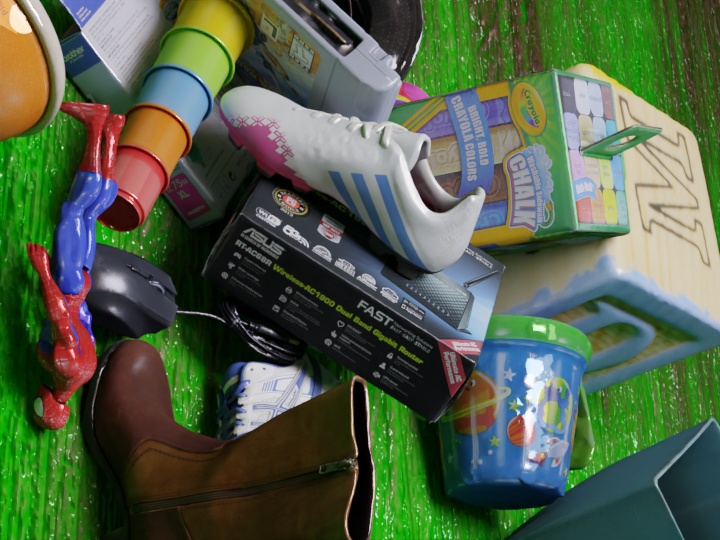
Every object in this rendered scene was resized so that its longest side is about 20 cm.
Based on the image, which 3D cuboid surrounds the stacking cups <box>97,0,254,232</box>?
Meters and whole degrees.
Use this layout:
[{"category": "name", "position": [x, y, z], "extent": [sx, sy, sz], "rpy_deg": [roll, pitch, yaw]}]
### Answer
[{"category": "stacking cups", "position": [-0.136, -0.108, 1.328], "extent": [0.061, 0.060, 0.201], "rpy_deg": [48, 46, -25]}]

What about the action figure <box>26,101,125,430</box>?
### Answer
[{"category": "action figure", "position": [-0.183, -0.001, 1.211], "extent": [0.065, 0.051, 0.202], "rpy_deg": [58, 35, -84]}]

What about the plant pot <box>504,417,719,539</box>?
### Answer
[{"category": "plant pot", "position": [0.199, 0.230, 1.510], "extent": [0.141, 0.199, 0.142], "rpy_deg": [-29, 94, -58]}]

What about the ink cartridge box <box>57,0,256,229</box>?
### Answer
[{"category": "ink cartridge box", "position": [-0.148, -0.142, 1.401], "extent": [0.201, 0.042, 0.120], "rpy_deg": [54, 36, -21]}]

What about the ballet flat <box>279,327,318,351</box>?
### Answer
[{"category": "ballet flat", "position": [-0.013, 0.027, 1.464], "extent": [0.075, 0.074, 0.200], "rpy_deg": [62, 33, -5]}]

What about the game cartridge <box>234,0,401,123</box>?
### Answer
[{"category": "game cartridge", "position": [-0.058, -0.169, 1.406], "extent": [0.200, 0.133, 0.041], "rpy_deg": [43, 62, 10]}]

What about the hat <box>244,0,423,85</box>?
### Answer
[{"category": "hat", "position": [-0.052, -0.198, 1.523], "extent": [0.081, 0.199, 0.202], "rpy_deg": [124, -55, -80]}]

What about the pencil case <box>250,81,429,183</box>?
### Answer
[{"category": "pencil case", "position": [-0.006, -0.085, 1.535], "extent": [0.089, 0.088, 0.200], "rpy_deg": [60, 35, -8]}]

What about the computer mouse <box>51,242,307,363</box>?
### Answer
[{"category": "computer mouse", "position": [-0.116, 0.022, 1.302], "extent": [0.199, 0.034, 0.059], "rpy_deg": [15, 43, -33]}]

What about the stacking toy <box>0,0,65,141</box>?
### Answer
[{"category": "stacking toy", "position": [-0.283, -0.097, 1.130], "extent": [0.200, 0.146, 0.147], "rpy_deg": [-46, 109, -37]}]

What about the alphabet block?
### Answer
[{"category": "alphabet block", "position": [0.182, -0.026, 1.663], "extent": [0.196, 0.194, 0.202], "rpy_deg": [26, 50, -47]}]

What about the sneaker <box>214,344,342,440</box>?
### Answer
[{"category": "sneaker", "position": [-0.077, 0.112, 1.327], "extent": [0.088, 0.075, 0.200], "rpy_deg": [49, 29, 2]}]

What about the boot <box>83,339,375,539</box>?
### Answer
[{"category": "boot", "position": [-0.082, 0.102, 1.188], "extent": [0.068, 0.199, 0.190], "rpy_deg": [31, 46, -40]}]

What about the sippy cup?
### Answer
[{"category": "sippy cup", "position": [0.116, 0.118, 1.541], "extent": [0.176, 0.140, 0.132], "rpy_deg": [6, 70, -10]}]

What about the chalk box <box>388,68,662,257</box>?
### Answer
[{"category": "chalk box", "position": [0.131, -0.079, 1.485], "extent": [0.124, 0.198, 0.125], "rpy_deg": [1, 81, -61]}]

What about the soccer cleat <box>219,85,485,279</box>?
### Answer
[{"category": "soccer cleat", "position": [-0.002, -0.081, 1.341], "extent": [0.199, 0.087, 0.070], "rpy_deg": [36, 29, 0]}]

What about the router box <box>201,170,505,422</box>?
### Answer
[{"category": "router box", "position": [0.000, 0.000, 1.380], "extent": [0.199, 0.062, 0.150], "rpy_deg": [33, 29, -6]}]
